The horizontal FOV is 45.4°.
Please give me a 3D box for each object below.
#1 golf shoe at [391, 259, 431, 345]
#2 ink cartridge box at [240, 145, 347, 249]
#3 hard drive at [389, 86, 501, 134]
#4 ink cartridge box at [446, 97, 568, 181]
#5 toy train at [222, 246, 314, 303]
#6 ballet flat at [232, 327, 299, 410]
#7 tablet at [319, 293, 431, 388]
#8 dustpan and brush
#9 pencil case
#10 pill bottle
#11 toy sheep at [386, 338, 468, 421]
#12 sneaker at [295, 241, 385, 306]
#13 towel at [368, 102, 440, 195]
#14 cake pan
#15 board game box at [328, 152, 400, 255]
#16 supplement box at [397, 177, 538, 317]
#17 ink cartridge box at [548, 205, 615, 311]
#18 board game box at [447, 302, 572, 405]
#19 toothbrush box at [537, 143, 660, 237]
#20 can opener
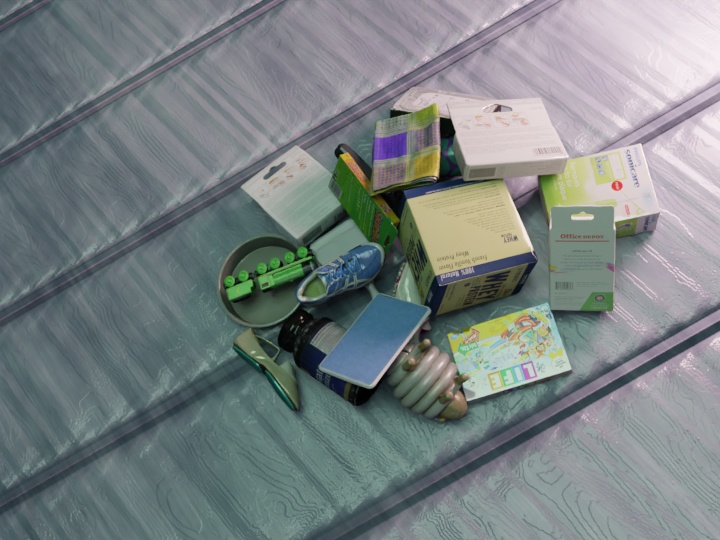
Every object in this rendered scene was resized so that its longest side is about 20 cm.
[{"bbox_3d":[0.097,0.075,1.654,0.091,0.075,0.202,12,75,2],"label":"golf shoe"},{"bbox_3d":[-0.129,-0.154,1.790,0.160,0.047,0.200,-39,58,-16],"label":"ink cartridge box"},{"bbox_3d":[0.175,-0.325,1.753,0.198,0.038,0.140,13,35,21],"label":"hard drive"},{"bbox_3d":[0.272,-0.251,1.634,0.198,0.045,0.177,-5,50,-8],"label":"ink cartridge box"},{"bbox_3d":[-0.180,0.011,1.716,0.198,0.042,0.057,-21,76,5],"label":"toy train"},{"bbox_3d":[-0.170,0.186,1.677,0.070,0.070,0.200,-46,66,-6],"label":"ballet flat"},{"bbox_3d":[0.027,0.124,1.553,0.129,0.014,0.200,14,52,38],"label":"tablet"},{"bbox_3d":[0.000,0.000,1.714,0.139,0.057,0.201,-32,59,3],"label":"dustpan and brush"},{"bbox_3d":[0.121,-0.232,1.748,0.198,0.085,0.094,-2,82,13],"label":"pencil case"},{"bbox_3d":[-0.056,0.158,1.629,0.199,0.112,0.112,31,79,23],"label":"pill bottle"},{"bbox_3d":[0.114,0.193,1.557,0.138,0.138,0.200,-45,85,-5],"label":"toy sheep"},{"bbox_3d":[-0.039,0.014,1.651,0.199,0.077,0.076,-33,88,11],"label":"sneaker"},{"bbox_3d":[0.086,-0.231,1.649,0.142,0.023,0.202,-10,53,24],"label":"towel"},{"bbox_3d":[-0.194,0.024,1.755,0.198,0.037,0.202,-5,69,12],"label":"cake pan"},{"bbox_3d":[0.009,-0.125,1.679,0.030,0.096,0.201,-21,65,-30],"label":"board game box"},{"bbox_3d":[0.192,-0.051,1.605,0.198,0.135,0.201,-14,65,-12],"label":"supplement box"},{"bbox_3d":[0.398,-0.032,1.549,0.116,0.067,0.202,1,114,14],"label":"ink cartridge box"},{"bbox_3d":[0.274,0.154,1.591,0.198,0.034,0.136,-18,67,7],"label":"board game box"},{"bbox_3d":[0.447,-0.137,1.630,0.198,0.086,0.147,-11,68,8],"label":"toothbrush box"},{"bbox_3d":[0.020,-0.175,1.726,0.079,0.063,0.201,-42,99,-24],"label":"can opener"}]
